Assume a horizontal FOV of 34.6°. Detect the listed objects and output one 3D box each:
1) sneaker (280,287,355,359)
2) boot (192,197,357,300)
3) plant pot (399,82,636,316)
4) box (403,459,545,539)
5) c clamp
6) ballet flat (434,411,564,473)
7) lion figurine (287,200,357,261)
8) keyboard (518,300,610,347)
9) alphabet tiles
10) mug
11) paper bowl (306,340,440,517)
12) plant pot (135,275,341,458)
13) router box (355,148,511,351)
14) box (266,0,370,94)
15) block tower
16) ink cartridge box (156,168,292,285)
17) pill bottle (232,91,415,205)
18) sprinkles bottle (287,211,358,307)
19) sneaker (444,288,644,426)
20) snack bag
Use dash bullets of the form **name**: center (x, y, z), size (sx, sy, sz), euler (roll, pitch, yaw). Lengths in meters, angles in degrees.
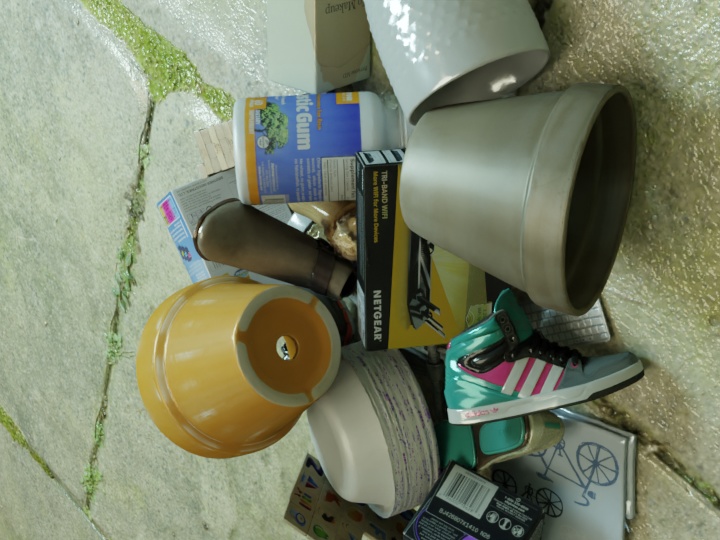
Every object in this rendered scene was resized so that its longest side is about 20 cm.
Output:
- **sneaker**: center (-0.056, 0.082, 1.389), size (0.077, 0.081, 0.201), euler (40, 152, 41)
- **boot**: center (-0.079, -0.015, 1.230), size (0.145, 0.200, 0.071), euler (26, 100, 13)
- **plant pot**: center (0.136, -0.077, 1.033), size (0.172, 0.200, 0.202), euler (14, 120, 26)
- **box**: center (0.124, 0.320, 1.278), size (0.121, 0.106, 0.201), euler (26, 148, 21)
- **c clamp**: center (0.076, 0.166, 1.366), size (0.170, 0.027, 0.202), euler (22, 125, 43)
- **ballet flat**: center (0.146, 0.185, 1.250), size (0.199, 0.062, 0.068), euler (-22, 67, 58)
- **lion figurine**: center (-0.031, -0.071, 1.294), size (0.199, 0.122, 0.073), euler (25, 126, 37)
- **keyboard**: center (0.179, 0.060, 1.224), size (0.199, 0.011, 0.057), euler (-16, 97, 49)
- **alphabet tiles**: center (-0.005, 0.282, 1.374), size (0.166, 0.200, 0.008), euler (36, 115, -7)
- **mug**: center (0.074, -0.242, 1.103), size (0.200, 0.146, 0.177), euler (118, 130, -77)
- **paper bowl**: center (0.006, 0.186, 1.335), size (0.200, 0.103, 0.203), euler (163, 90, -71)
- **plant pot**: center (-0.118, 0.095, 1.244), size (0.183, 0.199, 0.202), euler (-21, 93, 57)
- **router box**: center (0.075, -0.024, 1.178), size (0.052, 0.155, 0.202), euler (-115, 22, -65)
- **box**: center (-0.044, -0.298, 1.220), size (0.077, 0.095, 0.202), euler (23, 126, 37)
- **block tower**: center (-0.099, -0.161, 1.318), size (0.198, 0.054, 0.058), euler (-17, 97, 25)
- **ink cartridge box**: center (-0.144, -0.023, 1.419), size (0.202, 0.135, 0.076), euler (65, 155, 1)
- **pill bottle**: center (-0.030, -0.129, 1.208), size (0.112, 0.197, 0.114), euler (176, 90, -89)
- **sprinkles bottle**: center (0.000, 0.000, 1.339), size (0.200, 0.068, 0.069), euler (43, 135, 22)
- **sneaker**: center (0.172, 0.075, 1.146), size (0.198, 0.084, 0.122), euler (-13, 90, 6)
- **snack bag**: center (0.218, 0.238, 1.264), size (0.187, 0.021, 0.202), euler (16, 119, 42)
